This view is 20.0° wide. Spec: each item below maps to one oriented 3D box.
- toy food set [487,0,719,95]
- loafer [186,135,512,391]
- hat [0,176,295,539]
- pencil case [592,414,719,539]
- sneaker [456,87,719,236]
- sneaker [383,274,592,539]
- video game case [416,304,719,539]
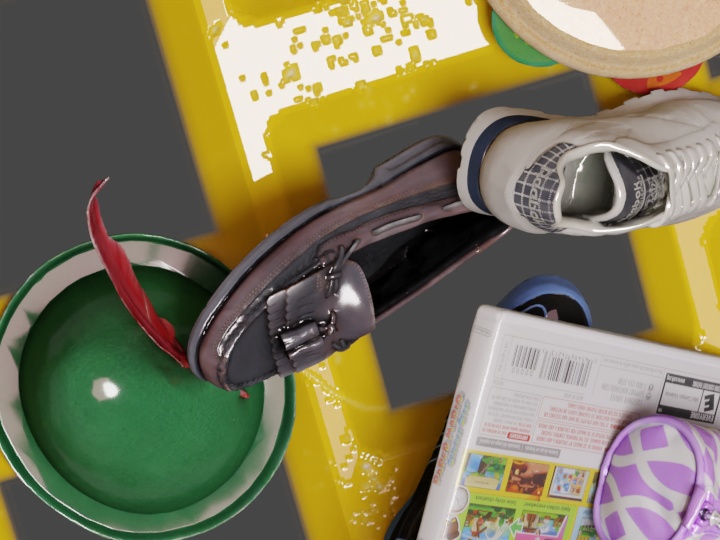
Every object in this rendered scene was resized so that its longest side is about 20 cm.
[{"bbox_3d":[0.143,-0.195,1.082,0.199,0.049,0.199,-36,102,1],"label":"toy food set"},{"bbox_3d":[0.000,0.000,1.050,0.200,0.063,0.072,-38,144,-28],"label":"loafer"},{"bbox_3d":[-0.119,0.070,1.035,0.166,0.176,0.200,-42,101,2],"label":"hat"},{"bbox_3d":[0.215,0.136,1.096,0.199,0.085,0.085,18,83,-36],"label":"pencil case"},{"bbox_3d":[0.148,-0.049,1.064,0.198,0.080,0.077,-10,108,-32],"label":"sneaker"},{"bbox_3d":[0.074,0.101,1.112,0.070,0.078,0.201,24,97,-9],"label":"sneaker"},{"bbox_3d":[0.114,0.122,1.090,0.199,0.023,0.184,12,94,-41],"label":"video game case"}]
